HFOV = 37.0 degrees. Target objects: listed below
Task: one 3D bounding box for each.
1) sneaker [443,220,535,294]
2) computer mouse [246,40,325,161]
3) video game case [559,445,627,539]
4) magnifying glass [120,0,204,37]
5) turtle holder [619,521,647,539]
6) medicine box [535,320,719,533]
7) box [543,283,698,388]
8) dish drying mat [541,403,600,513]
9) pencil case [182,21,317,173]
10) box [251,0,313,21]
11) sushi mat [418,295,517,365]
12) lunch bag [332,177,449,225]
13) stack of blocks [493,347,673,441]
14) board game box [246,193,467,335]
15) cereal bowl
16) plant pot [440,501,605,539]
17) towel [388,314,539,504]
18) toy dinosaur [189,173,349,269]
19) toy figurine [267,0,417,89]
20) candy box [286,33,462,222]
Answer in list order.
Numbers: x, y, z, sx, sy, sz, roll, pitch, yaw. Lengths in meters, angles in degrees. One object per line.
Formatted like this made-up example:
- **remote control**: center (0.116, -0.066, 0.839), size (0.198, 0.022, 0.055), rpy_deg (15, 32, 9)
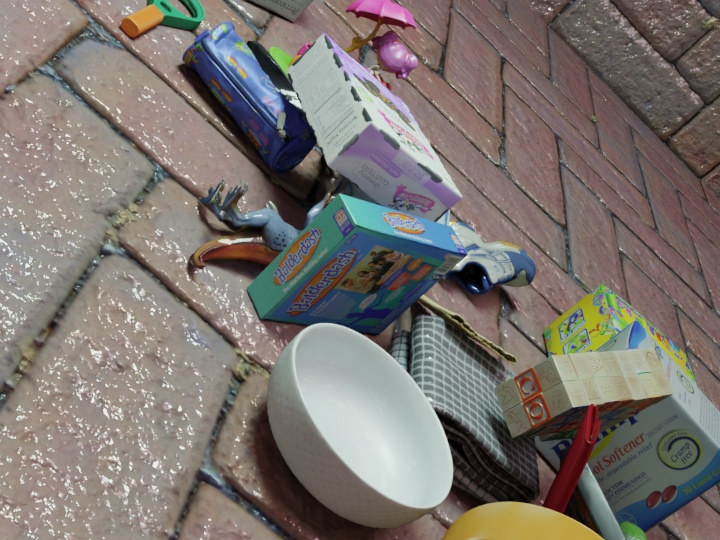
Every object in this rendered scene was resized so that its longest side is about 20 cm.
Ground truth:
- **sneaker**: center (0.173, 0.003, 1.519), size (0.199, 0.075, 0.089), rpy_deg (18, 50, -35)
- **computer mouse**: center (-0.090, -0.209, 1.371), size (0.200, 0.046, 0.140), rpy_deg (52, -9, -6)
- **video game case**: center (0.262, 0.311, 1.148), size (0.181, 0.025, 0.201), rpy_deg (77, -7, -55)
- **magnifying glass**: center (-0.252, -0.327, 1.360), size (0.080, 0.022, 0.200), rpy_deg (44, 24, -9)
- **turtle holder**: center (0.364, 0.383, 1.226), size (0.184, 0.142, 0.132), rpy_deg (17, -6, 12)
- **medicine box**: center (0.337, 0.202, 1.351), size (0.200, 0.182, 0.103), rpy_deg (47, 25, -2)
- **box**: center (0.382, 0.162, 1.544), size (0.200, 0.122, 0.193), rpy_deg (37, 28, -22)
- **dish drying mat**: center (0.200, 0.234, 1.090), size (0.018, 0.201, 0.077), rpy_deg (22, 26, 7)
- **pencil case**: center (-0.132, -0.211, 1.312), size (0.200, 0.078, 0.087), rpy_deg (51, -1, 8)
- **box**: center (-0.159, -0.516, 1.634), size (0.198, 0.131, 0.201), rpy_deg (12, 44, -50)
- **sushi mat**: center (0.119, 0.065, 1.284), size (0.095, 0.012, 0.200), rpy_deg (38, -2, -13)
- **lunch bag**: center (0.044, -0.083, 1.406), size (0.160, 0.082, 0.201), rpy_deg (39, 27, -16)
- **stack of blocks**: center (0.236, 0.138, 1.175), size (0.199, 0.115, 0.059), rpy_deg (2, 60, -45)
- **board game box**: center (0.000, 0.000, 1.145), size (0.199, 0.152, 0.045), rpy_deg (12, 42, -51)
- **cereal bowl**: center (-0.012, 0.152, 0.995), size (0.200, 0.083, 0.201), rpy_deg (36, 29, -24)
- **plant pot**: center (0.114, 0.321, 0.857), size (0.200, 0.200, 0.183), rpy_deg (48, 41, 1)
- **towel**: center (0.118, 0.158, 1.186), size (0.200, 0.086, 0.166), rpy_deg (38, 28, -21)
- **toy dinosaur**: center (-0.093, -0.025, 1.167), size (0.181, 0.105, 0.201), rpy_deg (44, 58, -29)
- **toy figurine**: center (0.004, -0.283, 1.480), size (0.201, 0.184, 0.150), rpy_deg (52, 15, -2)
- **candy box**: center (0.014, -0.158, 1.250), size (0.167, 0.071, 0.201), rpy_deg (35, 21, -39)
